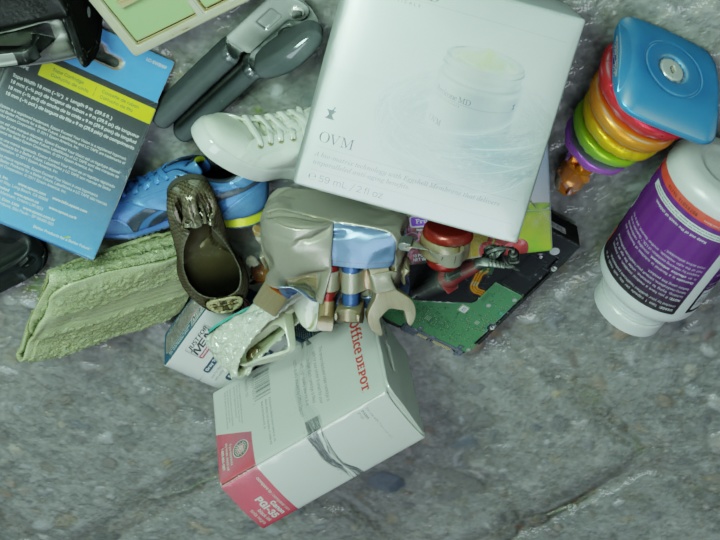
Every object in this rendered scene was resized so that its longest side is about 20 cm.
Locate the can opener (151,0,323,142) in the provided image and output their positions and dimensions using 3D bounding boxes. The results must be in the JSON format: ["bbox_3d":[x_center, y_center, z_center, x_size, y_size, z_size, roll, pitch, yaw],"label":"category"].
[{"bbox_3d":[-0.116,-0.181,1.447,0.053,0.067,0.200,34,130,-30],"label":"can opener"}]

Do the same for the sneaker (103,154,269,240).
[{"bbox_3d":[-0.188,-0.080,1.540,0.199,0.066,0.079,-5,131,2],"label":"sneaker"}]

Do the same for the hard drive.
[{"bbox_3d":[0.109,-0.003,1.632,0.139,0.038,0.200,25,128,-22],"label":"hard drive"}]

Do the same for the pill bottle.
[{"bbox_3d":[0.308,-0.029,1.557,0.112,0.113,0.200,17,131,-16],"label":"pill bottle"}]

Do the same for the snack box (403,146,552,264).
[{"bbox_3d":[0.103,-0.109,1.488,0.142,0.053,0.201,-6,119,0],"label":"snack box"}]

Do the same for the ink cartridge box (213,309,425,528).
[{"bbox_3d":[-0.044,0.147,1.614,0.200,0.147,0.083,-30,124,13],"label":"ink cartridge box"}]

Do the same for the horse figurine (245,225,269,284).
[{"bbox_3d":[-0.024,-0.030,1.590,0.199,0.050,0.133,-13,147,1],"label":"horse figurine"}]

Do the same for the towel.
[{"bbox_3d":[-0.241,0.025,1.581,0.200,0.037,0.149,-19,154,-37],"label":"towel"}]

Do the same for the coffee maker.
[{"bbox_3d":[-0.339,-0.252,1.349,0.199,0.135,0.193,-9,103,7],"label":"coffee maker"}]

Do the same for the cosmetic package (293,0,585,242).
[{"bbox_3d":[0.064,-0.153,1.366,0.199,0.123,0.201,15,104,-4],"label":"cosmetic package"}]

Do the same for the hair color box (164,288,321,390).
[{"bbox_3d":[-0.098,0.089,1.694,0.199,0.061,0.100,26,118,-23],"label":"hair color box"}]

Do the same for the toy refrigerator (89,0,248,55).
[{"bbox_3d":[-0.129,-0.264,1.359,0.199,0.070,0.076,-22,130,20],"label":"toy refrigerator"}]

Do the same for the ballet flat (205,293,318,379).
[{"bbox_3d":[-0.068,0.044,1.576,0.200,0.072,0.072,-36,124,28],"label":"ballet flat"}]

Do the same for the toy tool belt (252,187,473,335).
[{"bbox_3d":[0.000,0.000,1.471,0.199,0.125,0.123,9,119,7],"label":"toy tool belt"}]

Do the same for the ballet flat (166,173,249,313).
[{"bbox_3d":[-0.146,-0.014,1.528,0.067,0.046,0.200,-16,143,-6],"label":"ballet flat"}]

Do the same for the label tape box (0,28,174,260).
[{"bbox_3d":[-0.278,-0.129,1.474,0.144,0.063,0.201,24,88,-21],"label":"label tape box"}]

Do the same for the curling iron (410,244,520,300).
[{"bbox_3d":[0.094,0.008,1.535,0.049,0.026,0.200,3,166,-24],"label":"curling iron"}]

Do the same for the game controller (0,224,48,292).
[{"bbox_3d":[-0.419,-0.006,1.633,0.199,0.042,0.104,-25,114,21],"label":"game controller"}]

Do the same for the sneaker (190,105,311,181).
[{"bbox_3d":[-0.066,-0.129,1.466,0.200,0.073,0.085,5,133,-47],"label":"sneaker"}]

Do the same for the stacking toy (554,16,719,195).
[{"bbox_3d":[0.234,-0.131,1.483,0.109,0.116,0.200,19,144,-17],"label":"stacking toy"}]
